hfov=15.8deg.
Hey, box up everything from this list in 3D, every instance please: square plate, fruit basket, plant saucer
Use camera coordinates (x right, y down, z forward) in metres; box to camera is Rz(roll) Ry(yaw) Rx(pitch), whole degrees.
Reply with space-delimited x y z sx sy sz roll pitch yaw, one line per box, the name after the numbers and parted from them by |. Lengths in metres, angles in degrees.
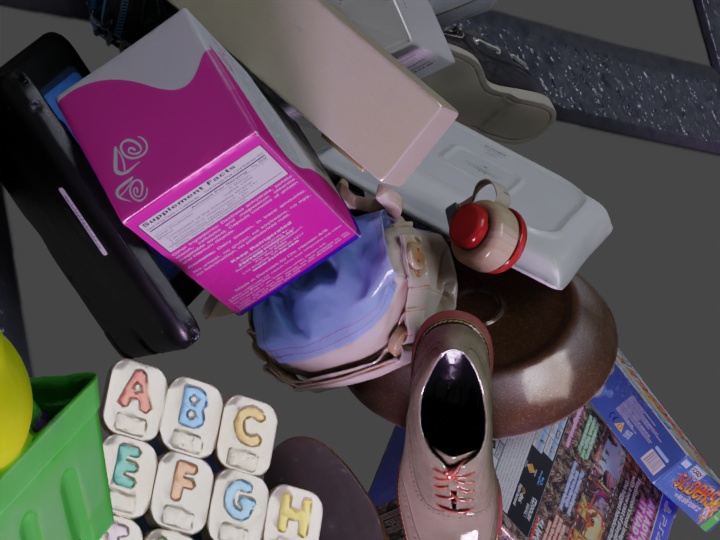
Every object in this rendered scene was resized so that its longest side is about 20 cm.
0.081 -0.063 1.866 0.199 0.029 0.198 28 20 8 | square plate
-0.235 0.102 1.413 0.215 0.155 0.217 20 66 -54 | fruit basket
0.080 0.037 1.808 0.201 0.199 0.037 -66 159 -45 | plant saucer

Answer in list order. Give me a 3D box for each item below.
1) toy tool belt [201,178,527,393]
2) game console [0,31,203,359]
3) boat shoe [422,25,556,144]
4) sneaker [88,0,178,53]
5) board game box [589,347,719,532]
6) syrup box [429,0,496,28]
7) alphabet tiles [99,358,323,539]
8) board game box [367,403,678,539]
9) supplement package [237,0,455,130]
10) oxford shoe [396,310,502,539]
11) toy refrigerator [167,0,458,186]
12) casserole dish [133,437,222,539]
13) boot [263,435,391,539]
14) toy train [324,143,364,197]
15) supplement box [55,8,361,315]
0.000 0.000 1.720 0.123 0.200 0.125 26 43 -42 | toy tool belt
-0.153 -0.057 1.642 0.116 0.176 0.200 -39 101 -23 | game console
0.073 -0.154 2.009 0.200 0.073 0.063 20 40 -47 | boat shoe
-0.143 -0.162 1.764 0.082 0.073 0.201 -26 92 -28 | sneaker
0.195 0.094 1.928 0.200 0.034 0.135 54 7 31 | board game box
0.066 -0.241 1.936 0.081 0.200 0.079 -21 85 -10 | syrup box
-0.115 0.160 1.583 0.199 0.015 0.197 19 69 -26 | alphabet tiles
0.116 0.171 1.840 0.200 0.097 0.160 48 40 -20 | board game box
-0.022 -0.179 1.795 0.122 0.119 0.200 66 10 3 | supplement package
0.055 0.131 1.681 0.075 0.070 0.201 -74 161 -76 | oxford shoe
-0.038 -0.140 1.658 0.200 0.070 0.076 40 6 7 | toy refrigerator
-0.090 0.180 1.641 0.121 0.039 0.201 -37 100 -52 | casserole dish
-0.001 0.197 1.730 0.201 0.073 0.075 60 14 -6 | boot
-0.046 -0.054 1.832 0.046 0.034 0.200 55 37 6 | toy train
-0.091 -0.063 1.610 0.101 0.103 0.200 59 5 25 | supplement box
